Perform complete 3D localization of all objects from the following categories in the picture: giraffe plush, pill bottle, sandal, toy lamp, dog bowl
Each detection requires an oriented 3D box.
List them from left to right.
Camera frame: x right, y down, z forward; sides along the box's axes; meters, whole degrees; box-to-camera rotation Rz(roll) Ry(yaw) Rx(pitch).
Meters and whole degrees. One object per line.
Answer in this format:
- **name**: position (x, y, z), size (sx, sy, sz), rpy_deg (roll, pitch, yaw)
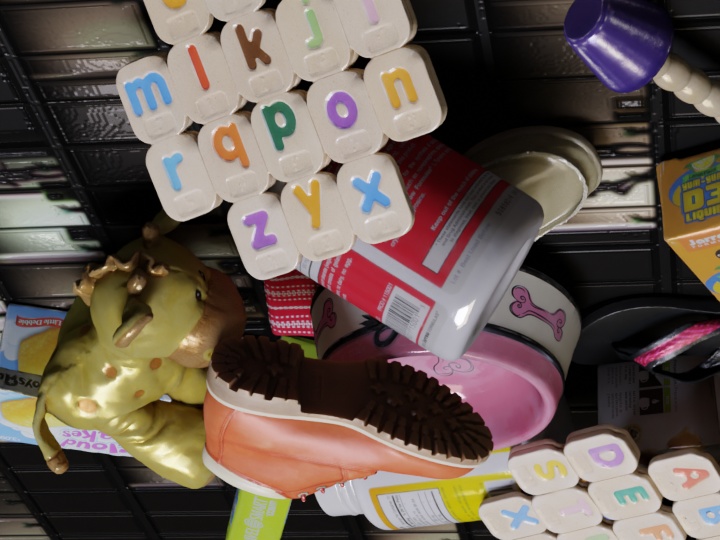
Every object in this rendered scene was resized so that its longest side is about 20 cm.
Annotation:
- **giraffe plush**: position (-0.146, 0.039, 1.385), size (0.199, 0.173, 0.162), rpy_deg (2, 142, -32)
- **pill bottle**: position (0.002, -0.041, 1.211), size (0.199, 0.112, 0.112), rpy_deg (32, 150, 8)
- **pill bottle**: position (0.064, 0.145, 1.577), size (0.199, 0.110, 0.109), rpy_deg (-9, 147, 21)
- **dog bowl**: position (0.059, 0.066, 1.435), size (0.198, 0.074, 0.201), rpy_deg (4, 150, 2)
- **toy lamp**: position (0.201, -0.110, 1.184), size (0.199, 0.059, 0.058), rpy_deg (24, 144, -35)
- **sandal**: position (0.249, 0.053, 1.461), size (0.198, 0.045, 0.075), rpy_deg (-4, 149, 13)

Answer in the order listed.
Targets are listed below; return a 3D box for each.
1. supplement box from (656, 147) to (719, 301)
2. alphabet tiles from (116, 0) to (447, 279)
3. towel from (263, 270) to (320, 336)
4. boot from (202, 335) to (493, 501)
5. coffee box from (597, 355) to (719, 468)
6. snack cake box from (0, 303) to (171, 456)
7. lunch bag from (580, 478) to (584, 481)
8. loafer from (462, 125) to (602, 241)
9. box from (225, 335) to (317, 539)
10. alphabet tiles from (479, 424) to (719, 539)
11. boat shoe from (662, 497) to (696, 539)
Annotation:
- **supplement box**: position (0.269, -0.008, 1.336), size (0.066, 0.069, 0.200), rpy_deg (-16, 143, 29)
- **alphabet tiles**: position (-0.048, -0.100, 1.141), size (0.199, 0.197, 0.015), rpy_deg (-18, -173, 31)
- **towel**: position (0.000, 0.000, 1.425), size (0.143, 0.023, 0.200), rpy_deg (3, 150, 3)
- **boot**: position (-0.012, 0.116, 1.360), size (0.199, 0.075, 0.108), rpy_deg (14, 126, -1)
- **coffee box**: position (0.292, 0.119, 1.533), size (0.199, 0.080, 0.114), rpy_deg (-8, 149, 20)
- **snack cake box**: position (-0.184, 0.093, 1.561), size (0.198, 0.068, 0.115), rpy_deg (8, 149, -6)
- **lunch bag**: position (0.267, 0.224, 1.724), size (0.198, 0.076, 0.161), rpy_deg (2, 147, 2)
- **loafer**: position (0.066, -0.029, 1.294), size (0.199, 0.069, 0.076), rpy_deg (-23, 125, 24)
- **box**: position (-0.065, 0.140, 1.569), size (0.047, 0.123, 0.200), rpy_deg (15, 149, -2)
- **alphabet tiles**: position (0.194, 0.198, 1.484), size (0.195, 0.015, 0.201), rpy_deg (-17, 120, 31)
- **boat shoe**: position (0.301, 0.187, 1.494), size (0.198, 0.075, 0.066), rpy_deg (0, 164, 25)
